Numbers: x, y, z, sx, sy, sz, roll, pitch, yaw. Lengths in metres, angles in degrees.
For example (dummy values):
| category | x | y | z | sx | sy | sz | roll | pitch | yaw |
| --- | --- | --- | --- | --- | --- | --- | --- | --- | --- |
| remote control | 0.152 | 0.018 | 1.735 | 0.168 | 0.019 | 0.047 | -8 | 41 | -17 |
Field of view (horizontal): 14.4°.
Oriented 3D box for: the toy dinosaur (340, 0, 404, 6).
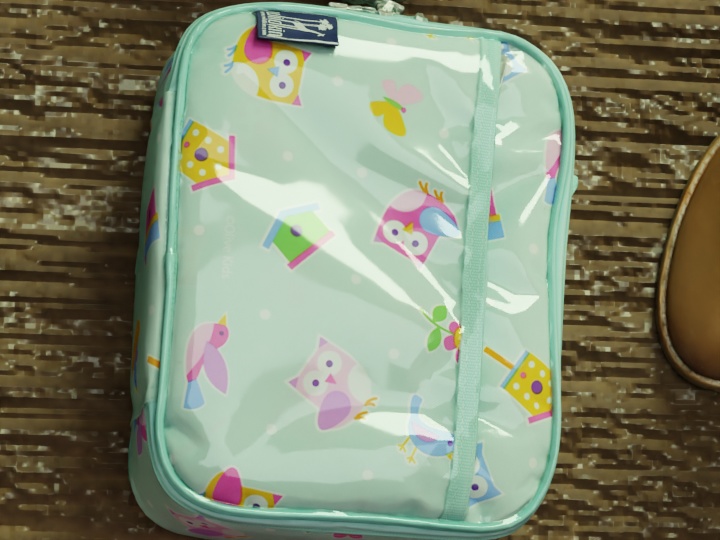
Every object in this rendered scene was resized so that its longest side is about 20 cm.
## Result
| category | x | y | z | sx | sy | sz | roll | pitch | yaw |
| --- | --- | --- | --- | --- | --- | --- | --- | --- | --- |
| toy dinosaur | 0.045 | -0.182 | 1.090 | 0.200 | 0.047 | 0.088 | -41 | 92 | -13 |

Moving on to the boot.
| category | x | y | z | sx | sy | sz | roll | pitch | yaw |
| --- | --- | --- | --- | --- | --- | --- | --- | --- | --- |
| boot | 0.177 | -0.040 | 1.019 | 0.077 | 0.155 | 0.200 | 39 | 93 | 0 |

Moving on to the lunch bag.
| category | x | y | z | sx | sy | sz | roll | pitch | yaw |
| --- | --- | --- | --- | --- | --- | --- | --- | --- | --- |
| lunch bag | 0.000 | 0.000 | 1.030 | 0.160 | 0.077 | 0.201 | 6 | 78 | -10 |
